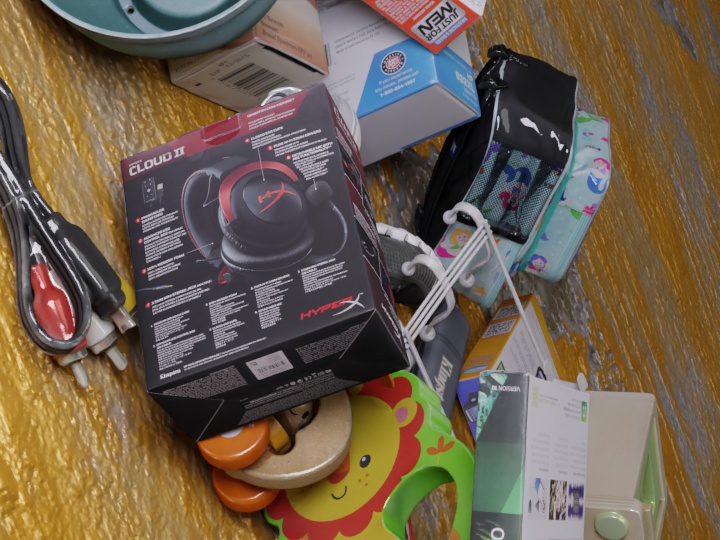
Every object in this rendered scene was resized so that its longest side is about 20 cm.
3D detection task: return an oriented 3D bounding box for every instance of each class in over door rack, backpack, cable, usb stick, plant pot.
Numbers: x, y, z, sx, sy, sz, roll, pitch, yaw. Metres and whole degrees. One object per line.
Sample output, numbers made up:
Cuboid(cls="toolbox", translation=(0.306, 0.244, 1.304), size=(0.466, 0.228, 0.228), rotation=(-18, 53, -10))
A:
Cuboid(cls="over door rack", translation=(0.086, 0.070, 1.220), size=(0.148, 0.066, 0.201), rotation=(-51, 118, -35))
Cuboid(cls="backpack", translation=(0.128, -0.070, 1.327), size=(0.149, 0.201, 0.178), rotation=(27, 29, -6))
Cuboid(cls="cable", translation=(-0.201, -0.022, 0.906), size=(0.201, 0.050, 0.097), rotation=(54, 39, -3))
Cuboid(cls="usb stick", translation=(0.059, 0.099, 1.276), size=(0.056, 0.032, 0.201), rotation=(55, 31, -27))
Cuboid(cls="plant pot", translation=(-0.127, -0.227, 1.025), size=(0.134, 0.198, 0.203), rotation=(69, 7, -76))

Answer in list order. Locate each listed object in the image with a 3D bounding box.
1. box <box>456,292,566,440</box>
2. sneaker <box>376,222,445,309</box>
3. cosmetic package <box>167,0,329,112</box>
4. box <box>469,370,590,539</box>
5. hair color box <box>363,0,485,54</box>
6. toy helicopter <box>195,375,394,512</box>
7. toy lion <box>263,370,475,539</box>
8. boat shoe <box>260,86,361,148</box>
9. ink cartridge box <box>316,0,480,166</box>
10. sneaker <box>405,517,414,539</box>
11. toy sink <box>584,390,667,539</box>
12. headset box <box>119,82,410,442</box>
Cuboid(cls="box", translation=(0.139, 0.116, 1.392), size=(0.200, 0.041, 0.120), rotation=(-47, 120, -58))
Cuboid(cls="sneaker", translation=(0.000, 0.000, 1.208), size=(0.200, 0.066, 0.091), rotation=(36, 44, -40))
Cuboid(cls="cosmetic package", translation=(-0.098, -0.235, 1.162), size=(0.103, 0.087, 0.202), rotation=(15, 59, -55))
Cuboid(cls="box", translation=(0.102, 0.168, 0.926), size=(0.144, 0.036, 0.203), rotation=(23, 69, -65))
Cuboid(cls="hair color box", translation=(0.010, -0.270, 1.149), size=(0.199, 0.064, 0.112), rotation=(34, 50, -22))
Cuboid(cls="toy helicopter", translation=(-0.059, 0.052, 1.015), size=(0.079, 0.131, 0.201), rotation=(79, -10, -55))
Cuboid(cls="toy lion", translation=(0.009, 0.148, 0.990), size=(0.069, 0.198, 0.193), rotation=(41, 58, -38))
Cuboid(cls="boat shoe", translation=(-0.054, -0.096, 1.114), size=(0.200, 0.071, 0.069), rotation=(-52, 140, -52))
Cuboid(cls="ink cartridge box", translation=(0.007, -0.203, 1.266), size=(0.083, 0.144, 0.202), rotation=(24, 51, -53))
Cuboid(cls="sneaker", translation=(0.019, 0.243, 1.079), size=(0.085, 0.076, 0.203), rotation=(-1, 83, -68))
Cuboid(cls="toy sink", translation=(0.199, 0.218, 1.308), size=(0.201, 0.111, 0.132), rotation=(-63, 146, -49))
Cuboid(cls="headset box", translation=(-0.064, -0.015, 0.952), size=(0.075, 0.147, 0.202), rotation=(58, 14, -53))
